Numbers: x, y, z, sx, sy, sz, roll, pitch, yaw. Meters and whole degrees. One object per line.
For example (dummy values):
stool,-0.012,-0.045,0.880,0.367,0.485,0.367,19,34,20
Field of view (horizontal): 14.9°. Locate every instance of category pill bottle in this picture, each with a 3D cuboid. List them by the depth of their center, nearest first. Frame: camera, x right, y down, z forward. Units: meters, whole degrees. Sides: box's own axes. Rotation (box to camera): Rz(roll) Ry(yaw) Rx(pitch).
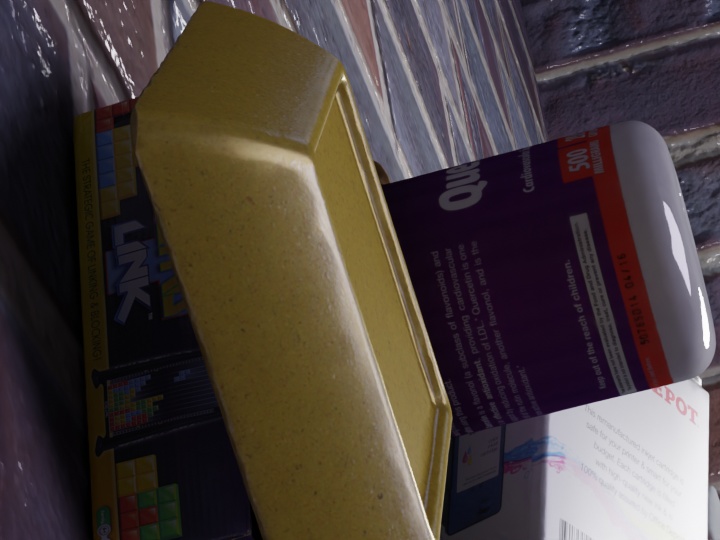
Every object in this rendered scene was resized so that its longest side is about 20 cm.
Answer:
pill bottle,0.043,0.012,1.166,0.112,0.200,0.113,-14,90,-83

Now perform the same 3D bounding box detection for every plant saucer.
plant saucer,-0.013,0.014,0.930,0.200,0.048,0.200,-77,151,-73

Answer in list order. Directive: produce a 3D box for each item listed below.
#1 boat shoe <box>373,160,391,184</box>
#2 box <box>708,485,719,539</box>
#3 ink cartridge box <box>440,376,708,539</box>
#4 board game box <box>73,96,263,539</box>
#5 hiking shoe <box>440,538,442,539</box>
boat shoe,0.000,0.000,1.328,0.200,0.074,0.069,-98,173,-74
box,0.145,0.247,1.579,0.199,0.171,0.200,-31,107,-82
ink cartridge box,0.092,0.121,1.288,0.145,0.087,0.200,36,49,-41
board game box,-0.046,0.061,0.976,0.165,0.057,0.200,68,11,-50
hiking shoe,0.027,0.145,1.180,0.200,0.101,0.076,-96,169,-46
